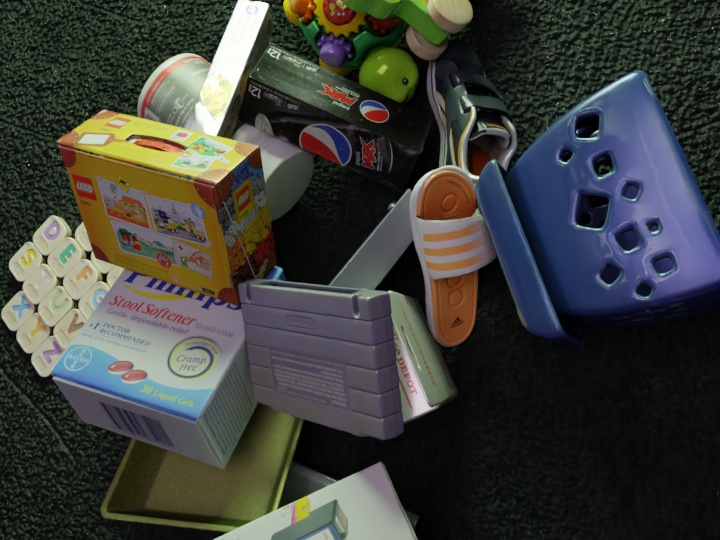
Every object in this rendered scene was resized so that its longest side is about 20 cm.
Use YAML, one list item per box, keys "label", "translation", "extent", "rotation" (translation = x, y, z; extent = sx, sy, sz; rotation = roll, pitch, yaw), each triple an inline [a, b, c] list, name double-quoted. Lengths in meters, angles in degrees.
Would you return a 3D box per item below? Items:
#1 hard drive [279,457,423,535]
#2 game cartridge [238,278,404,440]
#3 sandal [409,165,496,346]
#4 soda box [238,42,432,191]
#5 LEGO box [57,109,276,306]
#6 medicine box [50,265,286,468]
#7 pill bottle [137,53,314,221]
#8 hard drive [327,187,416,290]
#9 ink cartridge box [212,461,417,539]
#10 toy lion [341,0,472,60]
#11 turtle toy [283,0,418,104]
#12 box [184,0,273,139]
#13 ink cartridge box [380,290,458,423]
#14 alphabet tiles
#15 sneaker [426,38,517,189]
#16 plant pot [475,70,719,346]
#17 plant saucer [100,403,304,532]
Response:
- label: "hard drive"
  translation: [-0.047, 0.293, 0.866]
  extent: [0.198, 0.033, 0.141]
  rotation: [18, 87, 20]
- label: "game cartridge"
  translation: [-0.040, 0.077, 0.739]
  extent: [0.199, 0.038, 0.131]
  rotation: [5, 109, 49]
- label: "sandal"
  translation: [0.103, -0.005, 0.799]
  extent: [0.079, 0.208, 0.059]
  rotation: [-24, 33, -21]
- label: "soda box"
  translation: [-0.027, -0.165, 0.870]
  extent: [0.198, 0.064, 0.071]
  rotation: [23, 49, -3]
- label: "LEGO box"
  translation: [-0.196, -0.067, 0.826]
  extent: [0.198, 0.150, 0.077]
  rotation: [16, 43, 23]
- label: "medicine box"
  translation: [-0.193, 0.082, 0.868]
  extent: [0.180, 0.103, 0.201]
  rotation: [12, 53, 18]
- label: "pill bottle"
  translation: [-0.155, -0.154, 0.932]
  extent: [0.200, 0.114, 0.114]
  rotation: [39, 94, 19]
- label: "hard drive"
  translation: [0.000, 0.000, 0.852]
  extent: [0.042, 0.135, 0.200]
  rotation: [40, 97, -2]
- label: "ink cartridge box"
  translation: [-0.045, 0.275, 0.746]
  extent: [0.198, 0.146, 0.088]
  rotation: [-23, 61, -4]
- label: "toy lion"
  translation: [0.044, -0.334, 0.842]
  extent: [0.191, 0.069, 0.201]
  rotation: [36, 58, -11]
- label: "turtle toy"
  translation: [-0.001, -0.275, 0.898]
  extent: [0.145, 0.101, 0.201]
  rotation: [-31, 97, 18]
- label: "box"
  translation: [-0.143, -0.209, 0.874]
  extent: [0.038, 0.042, 0.202]
  rotation: [12, 63, 7]
- label: "ink cartridge box"
  translation: [0.034, 0.088, 0.781]
  extent: [0.067, 0.200, 0.118]
  rotation: [-25, 80, 10]
- label: "alphabet tiles"
  translation: [-0.372, 0.030, 1.023]
  extent: [0.196, 0.015, 0.200]
  rotation: [-44, 71, 6]
- label: "sneaker"
  translation: [0.123, -0.164, 0.850]
  extent: [0.078, 0.079, 0.202]
  rotation: [3, 74, -27]
- label: "plant pot"
  translation: [0.224, -0.036, 0.754]
  extent: [0.178, 0.200, 0.202]
  rotation: [-23, 75, 19]
- label: "plant saucer"
  translation: [-0.153, 0.195, 0.870]
  extent: [0.198, 0.048, 0.201]
  rotation: [0, 48, 20]
